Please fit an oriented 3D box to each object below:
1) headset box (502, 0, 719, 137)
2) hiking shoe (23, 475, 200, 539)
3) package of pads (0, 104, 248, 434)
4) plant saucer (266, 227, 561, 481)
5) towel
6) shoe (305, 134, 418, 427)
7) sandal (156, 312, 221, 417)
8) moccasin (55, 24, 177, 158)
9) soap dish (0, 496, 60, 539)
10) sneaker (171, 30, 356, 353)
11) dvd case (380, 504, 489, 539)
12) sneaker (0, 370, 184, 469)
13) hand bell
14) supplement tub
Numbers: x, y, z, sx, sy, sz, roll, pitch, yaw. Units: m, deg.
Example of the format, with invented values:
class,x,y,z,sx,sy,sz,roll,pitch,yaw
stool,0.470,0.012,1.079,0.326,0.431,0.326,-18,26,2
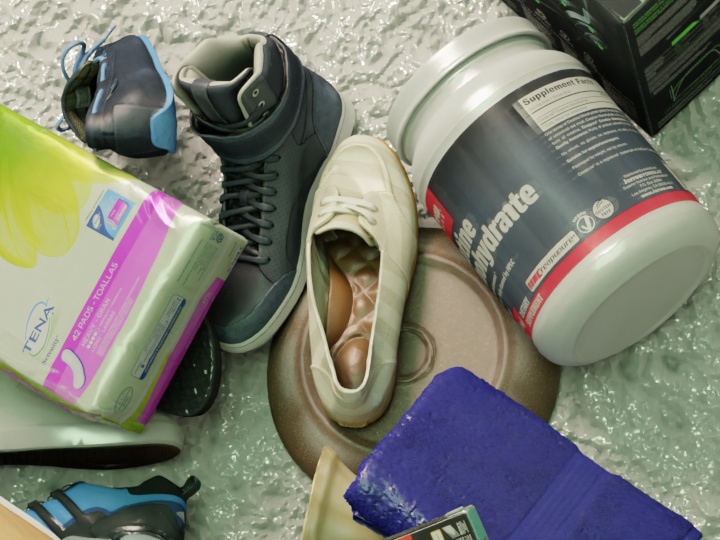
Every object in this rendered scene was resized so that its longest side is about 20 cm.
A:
class,x,y,z,sx,sy,sz,roll,pitch,yaw
headset box,0.153,-0.207,1.717,0.093,0.200,0.174,-43,66,-5
hiking shoe,-0.202,0.183,1.735,0.200,0.074,0.087,-4,40,18
package of pads,-0.192,0.002,1.721,0.200,0.068,0.155,29,90,31
plant saucer,0.031,0.060,1.735,0.200,0.037,0.201,-4,70,10
towel,0.099,0.158,1.633,0.200,0.050,0.148,36,44,8
shoe,0.000,0.000,1.715,0.070,0.053,0.200,-3,70,11
sandal,-0.147,0.025,1.778,0.200,0.048,0.075,44,107,35
moccasin,-0.169,-0.121,1.765,0.068,0.200,0.081,-6,100,-12
soap dish,-0.283,0.223,1.671,0.157,0.081,0.200,31,117,20
sneaker,-0.083,-0.060,1.740,0.077,0.146,0.203,7,70,30
dvd case,0.008,0.241,1.591,0.200,0.022,0.146,-24,90,21
sneaker,-0.212,0.087,1.759,0.200,0.073,0.085,1,73,15
hand bell,0.064,0.182,1.667,0.200,0.104,0.104,11,73,5
supplement tub,0.122,-0.051,1.698,0.140,0.140,0.200,-37,67,-2
